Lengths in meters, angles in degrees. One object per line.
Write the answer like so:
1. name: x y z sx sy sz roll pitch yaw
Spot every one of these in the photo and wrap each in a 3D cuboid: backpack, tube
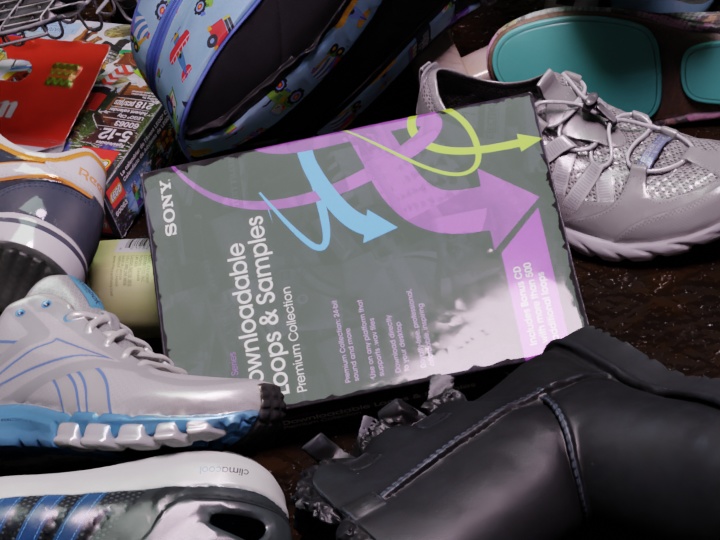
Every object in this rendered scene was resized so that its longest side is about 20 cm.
1. backpack: -0.041 -0.149 1.046 0.134 0.183 0.200 43 93 22
2. tube: -0.035 0.007 0.972 0.198 0.058 0.052 -4 -9 8

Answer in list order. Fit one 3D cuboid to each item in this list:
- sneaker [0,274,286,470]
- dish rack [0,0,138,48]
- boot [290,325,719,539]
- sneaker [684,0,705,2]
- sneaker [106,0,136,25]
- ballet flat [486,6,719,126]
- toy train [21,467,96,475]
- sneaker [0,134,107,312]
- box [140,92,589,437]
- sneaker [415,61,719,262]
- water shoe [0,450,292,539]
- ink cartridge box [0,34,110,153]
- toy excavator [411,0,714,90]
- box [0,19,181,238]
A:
1. sneaker: -0.121 0.044 0.868 0.199 0.075 0.087 -2 76 30
2. dish rack: -0.164 -0.171 1.106 0.153 0.055 0.200 -8 34 30
3. boot: 0.075 0.097 0.779 0.162 0.074 0.198 -26 29 -23
4. sneaker: 0.133 -0.188 1.058 0.075 0.086 0.200 -56 29 14
5. sneaker: -0.089 -0.159 1.184 0.199 0.090 0.070 20 46 39
6. ballet flat: 0.171 -0.115 1.069 0.198 0.070 0.071 0 18 11
7. toy train: -0.198 0.110 0.882 0.198 0.034 0.046 -4 31 12
8. sneaker: -0.212 -0.025 0.964 0.199 0.079 0.080 3 52 23
9. box: 0.000 0.000 0.925 0.199 0.036 0.144 -13 61 3
10. sneaker: 0.108 -0.060 0.985 0.199 0.082 0.075 8 39 28
11. water shoe: -0.126 0.129 0.800 0.199 0.072 0.079 -15 44 4
12. ink cartridge box: -0.248 -0.065 1.082 0.161 0.050 0.201 8 63 28
13. toy excavator: 0.137 -0.171 1.136 0.193 0.100 0.201 -1 44 19
14. box: -0.193 -0.091 1.147 0.199 0.038 0.137 8 49 28
